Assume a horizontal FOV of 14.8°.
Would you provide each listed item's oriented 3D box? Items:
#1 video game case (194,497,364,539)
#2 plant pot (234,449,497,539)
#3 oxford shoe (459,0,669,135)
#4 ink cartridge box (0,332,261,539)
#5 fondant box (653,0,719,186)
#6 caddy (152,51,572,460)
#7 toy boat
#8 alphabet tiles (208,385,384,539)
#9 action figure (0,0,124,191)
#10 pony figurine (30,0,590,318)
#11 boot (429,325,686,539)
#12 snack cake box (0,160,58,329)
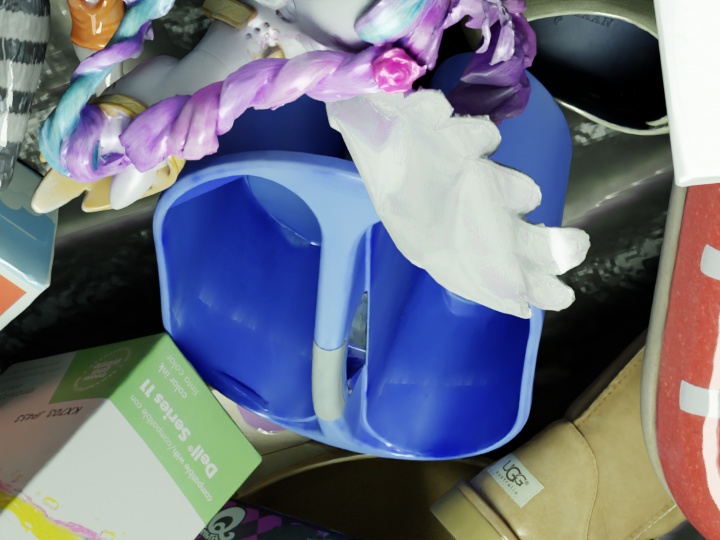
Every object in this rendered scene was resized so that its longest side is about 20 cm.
[{"bbox_3d":[-0.010,0.191,1.115,0.181,0.036,0.201,15,128,37],"label":"video game case"},{"bbox_3d":[0.017,0.144,1.184,0.199,0.028,0.201,0,129,0],"label":"plant pot"},{"bbox_3d":[0.126,-0.068,1.003,0.199,0.074,0.071,13,127,-8],"label":"oxford shoe"},{"bbox_3d":[-0.143,0.115,1.023,0.117,0.200,0.067,-13,119,50],"label":"ink cartridge box"},{"bbox_3d":[0.112,-0.130,0.802,0.058,0.200,0.145,-6,114,9],"label":"fondant box"},{"bbox_3d":[0.000,0.000,1.000,0.141,0.105,0.200,13,150,7],"label":"caddy"},{"bbox_3d":[0.178,0.025,0.955,0.130,0.131,0.201,-6,119,-22],"label":"toy boat"},{"bbox_3d":[-0.036,0.124,1.196,0.195,0.015,0.200,-16,125,14],"label":"alphabet tiles"},{"bbox_3d":[-0.081,-0.128,0.941,0.199,0.105,0.194,13,119,-13],"label":"action figure"},{"bbox_3d":[0.000,-0.082,0.863,0.193,0.200,0.167,7,138,56],"label":"pony figurine"},{"bbox_3d":[0.140,0.074,1.087,0.200,0.066,0.175,-40,144,-2],"label":"boot"},{"bbox_3d":[-0.226,-0.034,1.046,0.200,0.067,0.115,37,119,-24],"label":"snack cake box"}]
